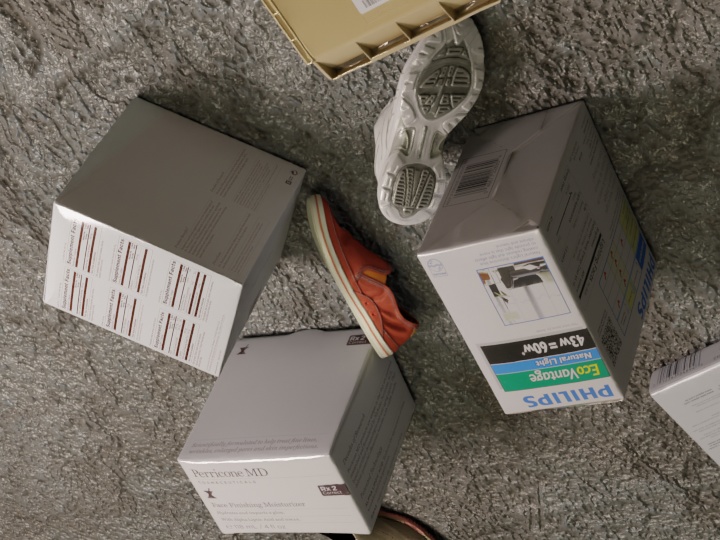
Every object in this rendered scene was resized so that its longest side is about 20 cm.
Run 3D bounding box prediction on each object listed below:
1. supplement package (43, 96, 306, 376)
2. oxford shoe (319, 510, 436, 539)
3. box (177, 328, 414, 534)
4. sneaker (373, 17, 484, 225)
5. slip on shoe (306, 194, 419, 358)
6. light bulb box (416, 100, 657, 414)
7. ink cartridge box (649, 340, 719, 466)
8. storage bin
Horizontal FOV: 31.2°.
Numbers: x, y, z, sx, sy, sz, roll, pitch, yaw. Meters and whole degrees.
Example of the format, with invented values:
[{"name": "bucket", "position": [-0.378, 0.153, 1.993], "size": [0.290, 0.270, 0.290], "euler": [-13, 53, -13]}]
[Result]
[{"name": "supplement package", "position": [-0.189, -0.036, 1.318], "size": [0.198, 0.192, 0.148], "euler": [23, 134, 2]}, {"name": "oxford shoe", "position": [0.017, 0.349, 1.655], "size": [0.198, 0.075, 0.071], "euler": [27, 134, -2]}, {"name": "box", "position": [-0.067, 0.181, 1.454], "size": [0.197, 0.201, 0.131], "euler": [-6, 128, 27]}, {"name": "sneaker", "position": [0.050, -0.151, 1.199], "size": [0.077, 0.100, 0.202], "euler": [11, 113, -23]}, {"name": "slip on shoe", "position": [0.000, 0.000, 1.370], "size": [0.061, 0.074, 0.201], "euler": [-30, 112, 1]}, {"name": "light bulb box", "position": [0.171, -0.010, 1.189], "size": [0.124, 0.199, 0.201], "euler": [-11, 124, 32]}, {"name": "ink cartridge box", "position": [0.435, 0.141, 1.323], "size": [0.200, 0.044, 0.196], "euler": [43, 130, -19]}, {"name": "storage bin", "position": [0.002, -0.290, 1.085], "size": [0.199, 0.094, 0.199], "euler": [-19, 121, 34]}]
